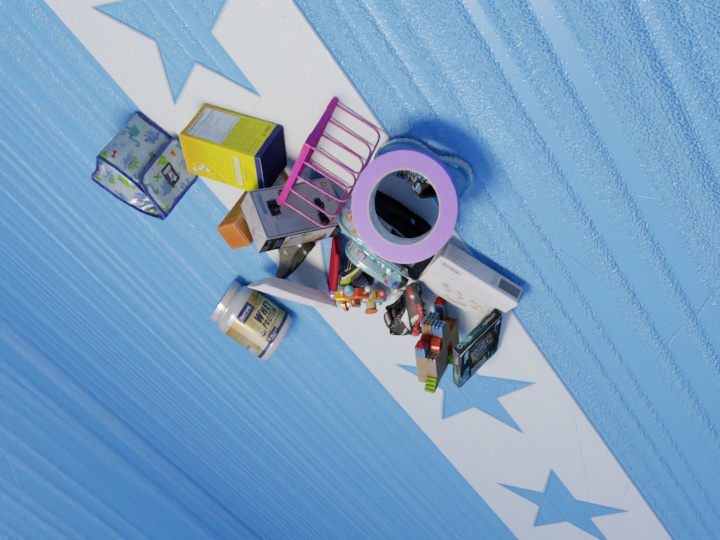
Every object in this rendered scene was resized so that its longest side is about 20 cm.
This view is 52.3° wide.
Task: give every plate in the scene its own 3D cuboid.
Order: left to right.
[{"bbox_3d":[-0.170,0.053,1.828,0.195,0.033,0.199,17,172,-20],"label":"plate"}]

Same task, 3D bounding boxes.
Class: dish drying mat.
[{"bbox_3d":[-0.062,-0.004,1.756,0.018,0.078,0.202,-3,143,-8],"label":"dish drying mat"}]

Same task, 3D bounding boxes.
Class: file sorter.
[{"bbox_3d":[-0.060,-0.204,1.454,0.123,0.141,0.201,30,144,-5],"label":"file sorter"}]

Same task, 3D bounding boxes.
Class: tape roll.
[{"bbox_3d":[0.083,-0.120,1.346,0.194,0.066,0.206,2,103,10],"label":"tape roll"}]

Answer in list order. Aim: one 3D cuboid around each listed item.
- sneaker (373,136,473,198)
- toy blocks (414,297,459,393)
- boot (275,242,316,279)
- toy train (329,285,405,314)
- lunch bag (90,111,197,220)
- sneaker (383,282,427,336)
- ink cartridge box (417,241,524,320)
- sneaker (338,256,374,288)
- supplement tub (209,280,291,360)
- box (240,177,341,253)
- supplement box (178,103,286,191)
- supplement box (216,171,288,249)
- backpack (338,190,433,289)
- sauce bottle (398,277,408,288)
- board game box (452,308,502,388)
[{"bbox_3d":[0.113,-0.187,1.395,0.195,0.091,0.079,18,143,16],"label":"sneaker"},{"bbox_3d":[0.177,0.159,1.693,0.097,0.201,0.140,9,129,26],"label":"toy blocks"},{"bbox_3d":[-0.191,-0.065,1.791,0.131,0.068,0.200,45,144,0],"label":"boot"},{"bbox_3d":[0.013,0.070,1.708,0.148,0.057,0.197,-6,172,43],"label":"toy train"},{"bbox_3d":[-0.488,-0.233,1.688,0.198,0.172,0.127,37,144,-10],"label":"lunch bag"},{"bbox_3d":[0.103,0.098,1.723,0.095,0.072,0.202,-7,149,-6],"label":"sneaker"},{"bbox_3d":[0.238,0.032,1.613,0.197,0.044,0.174,31,159,-3],"label":"ink cartridge box"},{"bbox_3d":[0.000,0.000,1.697,0.079,0.076,0.200,15,169,-4],"label":"sneaker"},{"bbox_3d":[-0.302,0.135,2.019,0.198,0.146,0.144,35,144,-9],"label":"supplement tub"},{"bbox_3d":[-0.138,-0.119,1.537,0.060,0.196,0.119,-46,62,53],"label":"box"},{"bbox_3d":[-0.268,-0.257,1.559,0.195,0.110,0.111,19,143,15],"label":"supplement box"},{"bbox_3d":[-0.228,-0.140,1.592,0.065,0.202,0.069,-10,127,41],"label":"supplement box"},{"bbox_3d":[0.045,-0.074,1.488,0.198,0.178,0.151,37,108,-12],"label":"backpack"},{"bbox_3d":[0.044,-0.043,1.639,0.064,0.066,0.201,-8,132,40],"label":"sauce bottle"},{"bbox_3d":[0.262,0.180,1.660,0.028,0.135,0.201,42,163,25],"label":"board game box"}]
